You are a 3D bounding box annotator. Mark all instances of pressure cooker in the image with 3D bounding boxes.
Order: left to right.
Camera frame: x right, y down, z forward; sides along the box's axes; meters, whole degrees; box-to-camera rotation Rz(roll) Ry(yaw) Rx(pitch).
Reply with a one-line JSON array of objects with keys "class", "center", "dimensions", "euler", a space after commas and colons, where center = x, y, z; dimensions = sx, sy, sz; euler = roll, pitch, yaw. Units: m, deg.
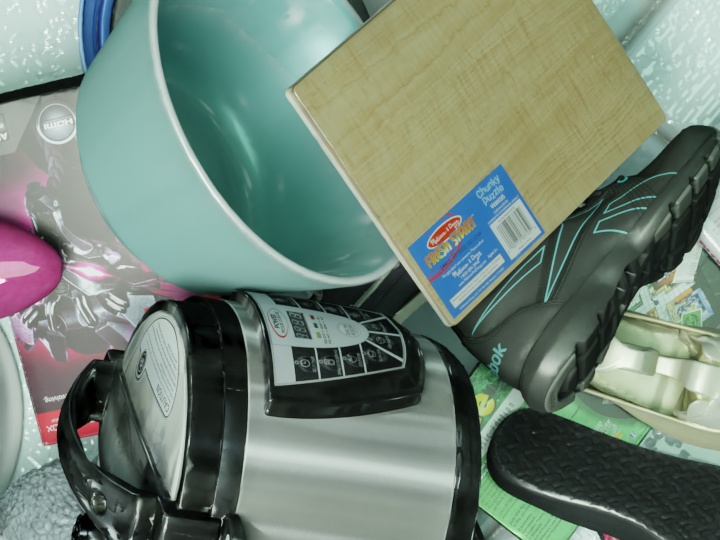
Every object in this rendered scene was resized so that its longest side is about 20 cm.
[{"class": "pressure cooker", "center": [-0.056, 0.105, 1.376], "dimensions": [0.199, 0.176, 0.180], "euler": [10, 70, -19]}]

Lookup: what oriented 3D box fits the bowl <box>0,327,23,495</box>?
[{"class": "bowl", "center": [-0.294, 0.083, 1.531], "dimensions": [0.200, 0.090, 0.203], "euler": [0, 88, 2]}]

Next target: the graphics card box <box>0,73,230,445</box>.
[{"class": "graphics card box", "center": [-0.141, -0.011, 1.524], "dimensions": [0.125, 0.051, 0.201], "euler": [-11, 102, 7]}]

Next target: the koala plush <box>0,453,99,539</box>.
[{"class": "koala plush", "center": [-0.144, 0.194, 1.482], "dimensions": [0.177, 0.184, 0.201], "euler": [-24, 86, -20]}]

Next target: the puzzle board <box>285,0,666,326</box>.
[{"class": "puzzle board", "center": [0.064, -0.087, 1.441], "dimensions": [0.200, 0.017, 0.151], "euler": [-43, 105, -32]}]

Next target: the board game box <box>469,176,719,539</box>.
[{"class": "board game box", "center": [0.128, 0.057, 1.558], "dimensions": [0.105, 0.023, 0.200], "euler": [38, 89, 0]}]

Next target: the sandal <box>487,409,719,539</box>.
[{"class": "sandal", "center": [0.164, 0.138, 1.514], "dimensions": [0.199, 0.045, 0.075], "euler": [23, 48, 13]}]

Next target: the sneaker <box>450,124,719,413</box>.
[{"class": "sneaker", "center": [0.127, -0.016, 1.476], "dimensions": [0.079, 0.076, 0.200], "euler": [30, 61, 22]}]

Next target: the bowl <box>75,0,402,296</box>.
[{"class": "bowl", "center": [-0.072, -0.067, 1.412], "dimensions": [0.105, 0.200, 0.202], "euler": [-27, 88, 33]}]

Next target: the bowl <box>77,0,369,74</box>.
[{"class": "bowl", "center": [-0.062, -0.138, 1.559], "dimensions": [0.199, 0.039, 0.202], "euler": [0, 89, 1]}]

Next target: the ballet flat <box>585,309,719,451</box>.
[{"class": "ballet flat", "center": [0.168, 0.056, 1.514], "dimensions": [0.199, 0.069, 0.070], "euler": [16, 89, 1]}]

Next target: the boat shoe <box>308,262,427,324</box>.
[{"class": "boat shoe", "center": [0.000, 0.000, 1.484], "dimensions": [0.200, 0.073, 0.063], "euler": [-38, 115, 9]}]

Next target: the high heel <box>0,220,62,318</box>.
[{"class": "high heel", "center": [-0.263, -0.009, 1.456], "dimensions": [0.198, 0.096, 0.068], "euler": [8, 82, 5]}]

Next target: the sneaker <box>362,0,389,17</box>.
[{"class": "sneaker", "center": [0.065, -0.153, 1.521], "dimensions": [0.112, 0.073, 0.201], "euler": [-29, 115, -33]}]

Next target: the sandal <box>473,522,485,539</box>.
[{"class": "sandal", "center": [-0.002, 0.115, 1.537], "dimensions": [0.075, 0.045, 0.200], "euler": [-38, 84, 23]}]

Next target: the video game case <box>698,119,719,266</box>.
[{"class": "video game case", "center": [0.297, -0.047, 1.549], "dimensions": [0.200, 0.023, 0.182], "euler": [-41, 88, -8]}]
